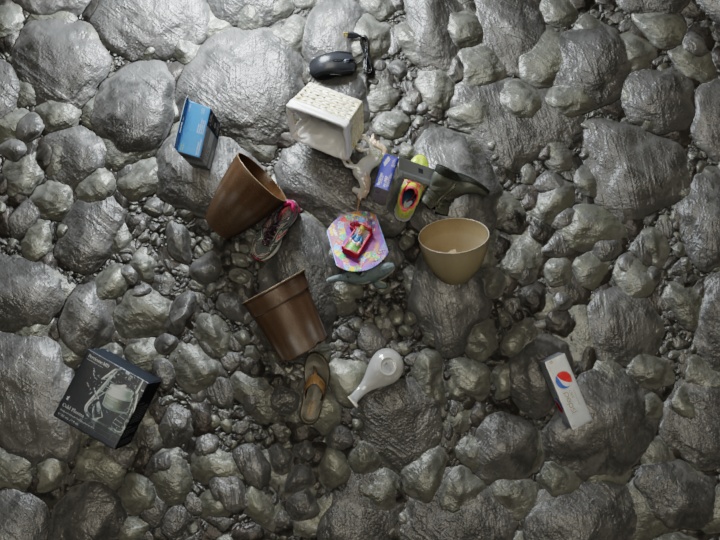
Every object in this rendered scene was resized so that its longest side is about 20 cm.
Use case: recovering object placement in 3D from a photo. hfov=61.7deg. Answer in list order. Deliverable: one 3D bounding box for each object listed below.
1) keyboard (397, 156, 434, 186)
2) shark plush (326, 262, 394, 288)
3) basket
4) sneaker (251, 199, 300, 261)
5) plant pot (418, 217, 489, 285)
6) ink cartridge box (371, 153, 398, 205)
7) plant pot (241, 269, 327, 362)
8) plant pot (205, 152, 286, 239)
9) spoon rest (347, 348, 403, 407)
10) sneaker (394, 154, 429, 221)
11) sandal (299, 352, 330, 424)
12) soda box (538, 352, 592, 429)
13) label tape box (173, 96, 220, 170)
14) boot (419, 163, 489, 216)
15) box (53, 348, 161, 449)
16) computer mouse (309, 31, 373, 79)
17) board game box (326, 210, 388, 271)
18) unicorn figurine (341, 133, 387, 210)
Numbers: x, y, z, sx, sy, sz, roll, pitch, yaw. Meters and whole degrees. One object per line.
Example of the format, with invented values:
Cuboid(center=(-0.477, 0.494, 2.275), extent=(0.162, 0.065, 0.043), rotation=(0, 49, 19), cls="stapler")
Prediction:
Cuboid(center=(0.172, -0.277, 1.725), extent=(0.011, 0.197, 0.058), rotation=(-14, 75, 42), cls="keyboard")
Cuboid(center=(0.000, 0.000, 1.728), extent=(0.194, 0.083, 0.094), rotation=(3, 85, -1), cls="shark plush")
Cuboid(center=(-0.095, -0.429, 1.713), extent=(0.196, 0.137, 0.125), rotation=(23, 61, 15), cls="basket")
Cuboid(center=(-0.252, -0.122, 1.741), extent=(0.080, 0.075, 0.202), rotation=(32, 86, 2), cls="sneaker")
Cuboid(center=(0.264, -0.041, 1.699), extent=(0.195, 0.202, 0.137), rotation=(-9, 121, -1), cls="plant pot")
Cuboid(center=(0.067, -0.252, 1.694), extent=(0.043, 0.200, 0.096), rotation=(18, 84, 0), cls="ink cartridge box")
Cuboid(center=(-0.197, 0.131, 1.670), extent=(0.197, 0.200, 0.202), rotation=(-28, 93, -3), cls="plant pot")
Cuboid(center=(-0.343, -0.193, 1.707), extent=(0.200, 0.187, 0.187), rotation=(-44, 86, 10), cls="plant pot")
Cuboid(center=(0.041, 0.307, 1.722), extent=(0.199, 0.061, 0.100), rotation=(-41, 88, -17), cls="spoon rest")
Cuboid(center=(0.156, -0.245, 1.750), extent=(0.076, 0.090, 0.205), rotation=(16, 83, 2), cls="sneaker")
Cuboid(center=(-0.135, 0.337, 1.710), extent=(0.080, 0.055, 0.205), rotation=(13, 85, 0), cls="sandal")
Cuboid(center=(0.582, 0.341, 1.715), extent=(0.067, 0.064, 0.204), rotation=(-21, 86, -3), cls="soda box")
Cuboid(center=(-0.457, -0.382, 1.699), extent=(0.064, 0.200, 0.147), rotation=(12, 85, -2), cls="label tape box")
Cuboid(center=(0.272, -0.219, 1.760), extent=(0.196, 0.068, 0.133), rotation=(17, 107, -22), cls="boot")
Cuboid(center=(-0.695, 0.351, 1.670), extent=(0.197, 0.124, 0.200), rotation=(27, 83, 2), cls="box")
Cuboid(center=(-0.059, -0.651, 1.806), extent=(0.194, 0.046, 0.145), rotation=(-3, 86, -1), cls="computer mouse")
Cuboid(center=(-0.012, -0.095, 1.719), extent=(0.154, 0.039, 0.204), rotation=(-16, 60, -3), cls="board game box")
Cuboid(center=(0.005, -0.303, 1.762), extent=(0.137, 0.074, 0.201), rotation=(42, 88, 7), cls="unicorn figurine")
